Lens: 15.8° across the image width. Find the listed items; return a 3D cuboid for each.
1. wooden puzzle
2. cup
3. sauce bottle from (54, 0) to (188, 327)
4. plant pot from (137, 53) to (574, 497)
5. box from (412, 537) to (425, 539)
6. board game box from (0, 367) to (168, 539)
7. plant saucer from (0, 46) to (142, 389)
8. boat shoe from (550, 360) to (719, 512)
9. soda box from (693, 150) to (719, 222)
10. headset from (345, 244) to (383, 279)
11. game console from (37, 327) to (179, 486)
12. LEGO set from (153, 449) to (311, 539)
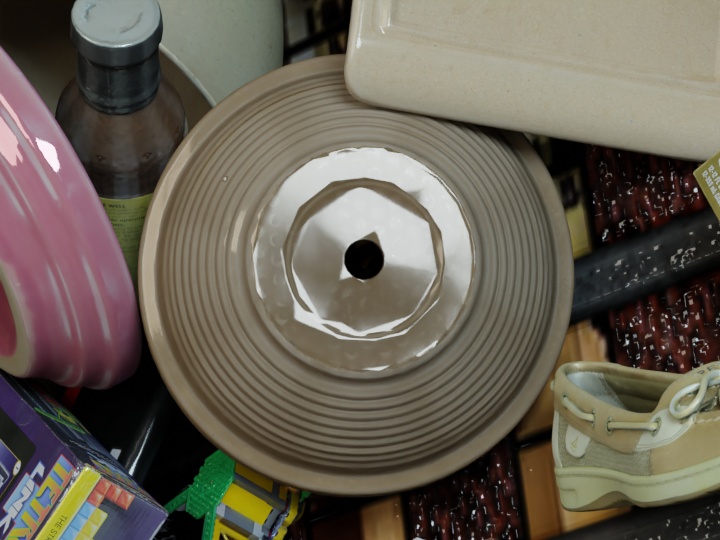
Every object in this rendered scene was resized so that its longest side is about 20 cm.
[{"bbox_3d":[0.090,-0.158,1.152,0.037,0.184,0.201,157,121,-75],"label":"wooden puzzle"},{"bbox_3d":[-0.118,-0.124,1.310,0.200,0.200,0.143,-4,45,39],"label":"cup"},{"bbox_3d":[-0.112,-0.052,1.214,0.064,0.200,0.065,2,54,-3],"label":"sauce bottle"},{"bbox_3d":[0.000,0.000,1.144,0.200,0.093,0.202,0,86,-4],"label":"plant pot"},{"bbox_3d":[0.057,0.209,0.941,0.144,0.036,0.201,10,81,41],"label":"box"},{"bbox_3d":[-0.194,0.155,1.232,0.200,0.057,0.165,-55,33,1],"label":"board game box"},{"bbox_3d":[-0.177,-0.026,1.228,0.051,0.201,0.200,-31,46,-21],"label":"plant saucer"},{"bbox_3d":[0.132,0.059,1.051,0.201,0.073,0.063,158,99,-70],"label":"boat shoe"},{"bbox_3d":[0.215,0.022,1.047,0.068,0.064,0.200,-40,54,23],"label":"soda box"},{"bbox_3d":[-0.006,0.012,1.247,0.123,0.094,0.200,42,119,37],"label":"headset"},{"bbox_3d":[-0.160,0.115,1.303,0.177,0.031,0.201,1,62,54],"label":"game console"},{"bbox_3d":[-0.070,0.190,1.222,0.200,0.116,0.154,-43,29,28],"label":"LEGO set"}]
